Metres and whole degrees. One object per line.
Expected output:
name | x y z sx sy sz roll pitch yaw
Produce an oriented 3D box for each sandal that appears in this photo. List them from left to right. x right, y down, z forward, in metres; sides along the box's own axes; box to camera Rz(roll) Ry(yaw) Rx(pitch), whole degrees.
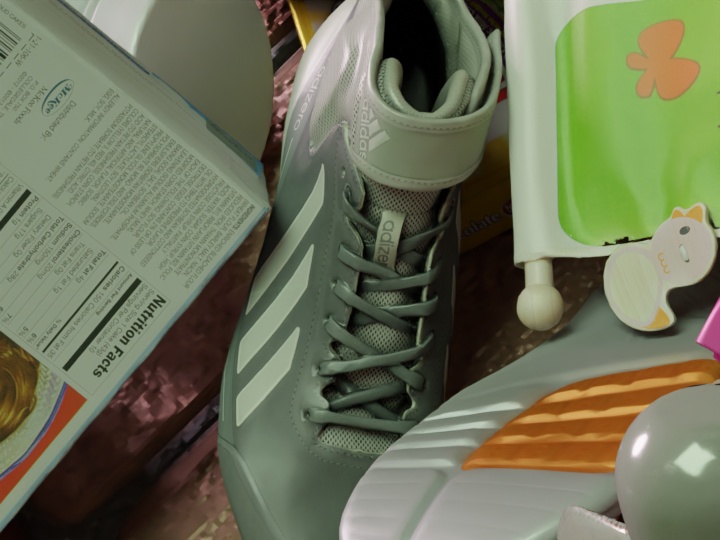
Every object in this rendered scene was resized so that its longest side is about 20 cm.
sandal | 0.078 0.049 0.817 0.079 0.060 0.206 6 29 39

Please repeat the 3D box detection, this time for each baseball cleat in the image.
baseball cleat | 0.000 0.000 0.863 0.069 0.106 0.201 6 72 -12

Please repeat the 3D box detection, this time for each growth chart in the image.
growth chart | 0.122 -0.068 0.809 0.199 0.018 0.146 -22 63 26

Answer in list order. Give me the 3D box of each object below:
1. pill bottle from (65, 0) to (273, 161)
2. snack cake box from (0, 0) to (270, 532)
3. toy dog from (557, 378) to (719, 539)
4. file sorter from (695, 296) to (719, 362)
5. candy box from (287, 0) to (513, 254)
pill bottle | -0.134 -0.066 1.000 0.199 0.112 0.113 6 61 32
snack cake box | -0.133 0.014 0.892 0.200 0.115 0.067 -49 12 9
toy dog | 0.107 0.100 0.716 0.131 0.201 0.097 15 40 4
file sorter | 0.205 0.015 0.673 0.139 0.200 0.126 30 94 40
candy box | 0.027 -0.093 0.987 0.102 0.026 0.201 -30 48 13
